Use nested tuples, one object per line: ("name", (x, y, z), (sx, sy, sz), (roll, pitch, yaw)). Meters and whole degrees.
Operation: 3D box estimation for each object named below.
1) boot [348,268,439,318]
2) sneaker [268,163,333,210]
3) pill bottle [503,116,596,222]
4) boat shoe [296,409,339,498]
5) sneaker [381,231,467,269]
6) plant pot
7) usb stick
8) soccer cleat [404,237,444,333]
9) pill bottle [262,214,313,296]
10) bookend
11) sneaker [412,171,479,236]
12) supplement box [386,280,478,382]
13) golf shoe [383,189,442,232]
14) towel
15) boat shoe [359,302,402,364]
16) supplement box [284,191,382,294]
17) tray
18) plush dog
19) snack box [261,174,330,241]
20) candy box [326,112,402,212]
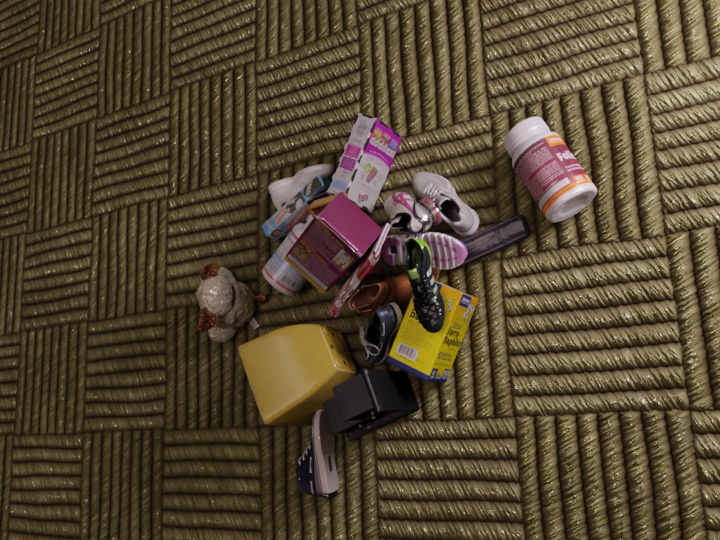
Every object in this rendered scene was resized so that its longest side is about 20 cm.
("boot", (0.076, 0.039, 1.503), (0.200, 0.154, 0.074), (-44, 63, 16))
("sneaker", (-0.142, -0.208, 1.732), (0.199, 0.075, 0.089), (-20, 84, 31))
("pill bottle", (0.385, -0.210, 1.396), (0.114, 0.114, 0.201), (-36, 66, 19))
("boat shoe", (-0.111, 0.428, 1.580), (0.092, 0.075, 0.202), (-8, 83, 27))
("sneaker", (0.148, -0.053, 1.501), (0.199, 0.088, 0.081), (5, 106, 31))
("plant pot", (-0.127, 0.227, 1.572), (0.199, 0.194, 0.197), (-30, 67, 16))
("usb stick", (0.274, -0.060, 1.480), (0.199, 0.033, 0.056), (-26, 76, 23))
("soccer cleat", (0.125, 0.029, 1.394), (0.067, 0.081, 0.202), (-18, 72, 25))
("pill bottle", (-0.145, -0.044, 1.672), (0.200, 0.109, 0.109), (-51, 62, 12))
("bookend", (-0.006, 0.298, 1.478), (0.198, 0.200, 0.093), (-29, 68, 21))
("sneaker", (0.182, -0.162, 1.516), (0.076, 0.092, 0.200), (-50, 62, 11))
("supplement box", (0.157, 0.129, 1.467), (0.109, 0.109, 0.202), (23, 92, 31))
("golf shoe", (0.095, -0.130, 1.523), (0.200, 0.092, 0.073), (25, 139, 62))
("towel", (0.000, 0.000, 1.493), (0.023, 0.144, 0.200), (33, 122, -6))
("boat shoe", (0.035, 0.148, 1.508), (0.075, 0.061, 0.201), (62, 148, 27))
("supplement box", (-0.064, -0.058, 1.507), (0.131, 0.103, 0.200), (43, 142, -3))
("tray", (-0.033, -0.081, 1.577), (0.098, 0.037, 0.201), (-11, 119, 38))
("plush dog", (-0.348, 0.075, 1.729), (0.159, 0.171, 0.202), (-8, 76, 28))
("snack box", (-0.138, -0.147, 1.682), (0.200, 0.116, 0.037), (-39, 65, 18))
("candy box", (0.011, -0.252, 1.605), (0.061, 0.136, 0.201), (23, 92, 32))
